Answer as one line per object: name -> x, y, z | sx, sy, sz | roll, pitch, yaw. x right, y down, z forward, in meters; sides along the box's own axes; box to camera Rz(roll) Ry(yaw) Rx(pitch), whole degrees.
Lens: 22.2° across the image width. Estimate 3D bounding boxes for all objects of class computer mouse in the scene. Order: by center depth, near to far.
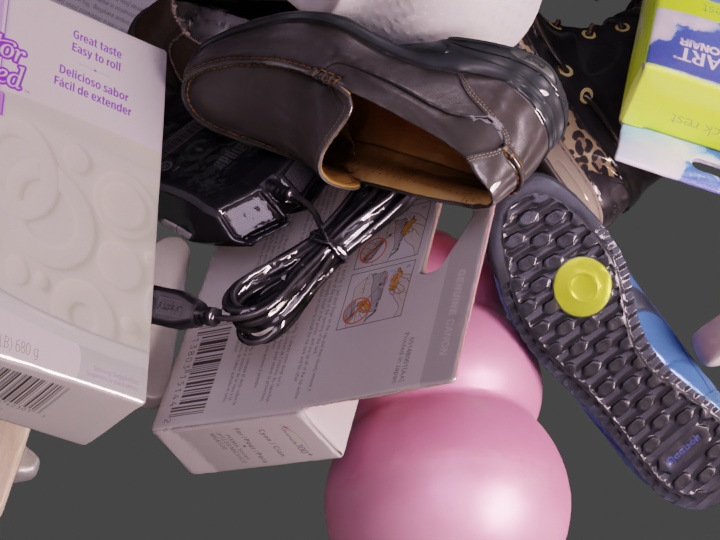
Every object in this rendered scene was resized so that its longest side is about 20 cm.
computer mouse -> -0.074, -0.019, 0.922 | 0.199, 0.046, 0.140 | 20, 53, 39

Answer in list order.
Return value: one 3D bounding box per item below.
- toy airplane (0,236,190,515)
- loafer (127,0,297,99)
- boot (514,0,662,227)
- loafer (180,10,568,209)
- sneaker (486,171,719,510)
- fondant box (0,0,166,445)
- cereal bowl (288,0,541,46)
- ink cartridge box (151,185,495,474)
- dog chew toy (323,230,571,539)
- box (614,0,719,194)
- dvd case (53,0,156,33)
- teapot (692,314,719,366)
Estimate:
toy airplane -> -0.187, 0.016, 0.952 | 0.199, 0.141, 0.200 | -28, 85, -47
loafer -> -0.027, -0.110, 1.001 | 0.198, 0.071, 0.074 | 8, 72, -15
boot -> 0.115, -0.124, 0.999 | 0.150, 0.073, 0.201 | -27, 83, -28
loafer -> -0.006, -0.073, 0.864 | 0.198, 0.073, 0.073 | 7, 44, 29
sneaker -> 0.125, 0.035, 0.949 | 0.066, 0.078, 0.201 | -36, 100, 5
fondant box -> -0.168, -0.036, 0.855 | 0.143, 0.058, 0.202 | 21, 52, -32
cereal bowl -> -0.001, -0.182, 0.894 | 0.083, 0.200, 0.201 | -25, 74, -26
ink cartridge box -> 0.000, 0.000, 0.917 | 0.175, 0.045, 0.201 | -11, 46, 32
dog chew toy -> 0.041, 0.072, 0.940 | 0.123, 0.125, 0.202 | -1, 61, -2
box -> 0.203, -0.120, 0.944 | 0.121, 0.048, 0.201 | 17, 48, 1
dvd case -> -0.121, -0.188, 1.060 | 0.149, 0.025, 0.201 | 26, 74, 6
teapot -> 0.290, -0.011, 0.955 | 0.196, 0.146, 0.202 | 20, 74, 5
